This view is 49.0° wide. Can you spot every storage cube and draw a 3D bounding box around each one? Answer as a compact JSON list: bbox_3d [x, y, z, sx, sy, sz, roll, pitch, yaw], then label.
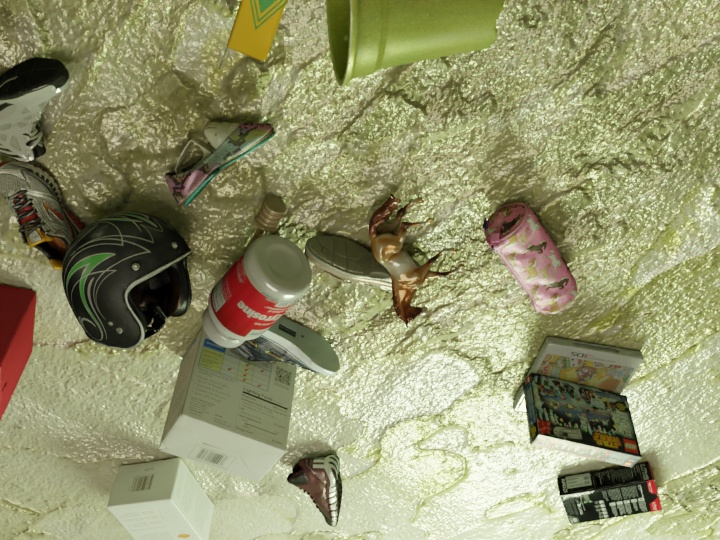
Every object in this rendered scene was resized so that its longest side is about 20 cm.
[{"bbox_3d":[-0.671,0.131,1.353,0.170,0.180,0.200,15,130,-10],"label":"storage cube"}]

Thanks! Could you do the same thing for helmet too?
[{"bbox_3d":[-0.358,0.004,1.219,0.199,0.200,0.191,2,112,1],"label":"helmet"}]

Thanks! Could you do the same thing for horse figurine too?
[{"bbox_3d":[0.072,-0.026,1.226,0.132,0.050,0.200,-32,109,8],"label":"horse figurine"}]

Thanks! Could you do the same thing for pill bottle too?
[{"bbox_3d":[-0.172,0.040,1.261,0.112,0.112,0.200,28,133,-21],"label":"pill bottle"}]

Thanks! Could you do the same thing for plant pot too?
[{"bbox_3d":[0.062,-0.321,0.919,0.184,0.201,0.201,-5,133,-9],"label":"plant pot"}]

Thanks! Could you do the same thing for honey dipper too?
[{"bbox_3d":[-0.174,-0.040,1.273,0.038,0.038,0.200,22,132,-16],"label":"honey dipper"}]

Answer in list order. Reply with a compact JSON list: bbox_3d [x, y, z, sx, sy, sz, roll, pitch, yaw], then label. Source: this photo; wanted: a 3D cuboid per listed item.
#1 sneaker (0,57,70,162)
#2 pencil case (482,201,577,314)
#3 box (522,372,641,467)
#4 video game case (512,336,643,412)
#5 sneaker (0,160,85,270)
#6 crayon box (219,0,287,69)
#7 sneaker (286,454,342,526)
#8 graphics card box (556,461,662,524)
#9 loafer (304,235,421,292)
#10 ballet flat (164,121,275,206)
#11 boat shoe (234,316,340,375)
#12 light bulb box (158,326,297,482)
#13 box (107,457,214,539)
[{"bbox_3d":[-0.461,-0.221,1.109,0.200,0.076,0.115,-13,140,24],"label":"sneaker"},{"bbox_3d":[0.269,-0.015,1.240,0.086,0.083,0.200,-26,127,23],"label":"pencil case"},{"bbox_3d":[0.397,0.269,1.424,0.199,0.137,0.040,14,134,-10],"label":"box"},{"bbox_3d":[0.403,0.210,1.478,0.181,0.023,0.200,10,132,-6],"label":"video game case"},{"bbox_3d":[-0.492,-0.084,1.215,0.078,0.082,0.200,-17,128,18],"label":"sneaker"},{"bbox_3d":[-0.108,-0.341,0.934,0.051,0.126,0.200,18,131,-14],"label":"crayon box"},{"bbox_3d":[-0.101,0.473,1.717,0.115,0.076,0.201,3,122,7],"label":"sneaker"},{"bbox_3d":[0.535,0.481,1.699,0.199,0.051,0.126,-16,130,15],"label":"graphics card box"},{"bbox_3d":[0.000,0.000,1.280,0.199,0.072,0.063,14,139,-13],"label":"loafer"},{"bbox_3d":[-0.214,-0.169,1.143,0.200,0.069,0.071,-32,104,28],"label":"ballet flat"},{"bbox_3d":[-0.137,0.140,1.414,0.200,0.071,0.091,34,127,-17],"label":"boat shoe"},{"bbox_3d":[-0.232,0.238,1.414,0.198,0.200,0.125,24,130,-18],"label":"light bulb box"},{"bbox_3d":[-0.436,0.522,1.744,0.152,0.107,0.200,-10,131,11],"label":"box"}]
